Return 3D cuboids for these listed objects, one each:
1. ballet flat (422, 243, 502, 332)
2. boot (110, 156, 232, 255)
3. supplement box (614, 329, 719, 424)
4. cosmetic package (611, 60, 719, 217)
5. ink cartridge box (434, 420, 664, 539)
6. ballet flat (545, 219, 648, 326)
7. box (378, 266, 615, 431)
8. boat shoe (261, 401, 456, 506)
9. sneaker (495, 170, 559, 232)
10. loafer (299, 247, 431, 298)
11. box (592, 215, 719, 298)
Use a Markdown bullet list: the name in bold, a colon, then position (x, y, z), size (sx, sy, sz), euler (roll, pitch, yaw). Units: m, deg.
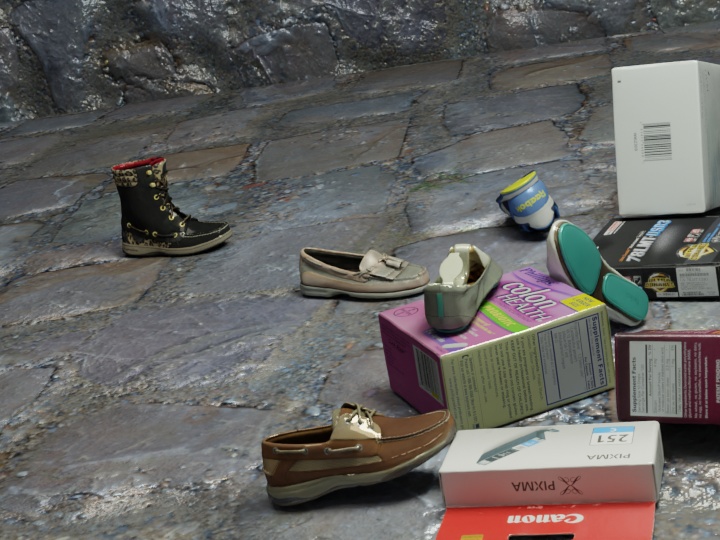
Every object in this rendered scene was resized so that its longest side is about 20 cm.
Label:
- **ballet flat**: position (0.114, 0.004, 1.520), size (0.067, 0.064, 0.200), euler (-5, 18, 18)
- **boot**: position (-0.313, -0.106, 2.267), size (0.198, 0.152, 0.073), euler (-2, 19, 24)
- **supplement box**: position (0.352, 0.100, 1.326), size (0.198, 0.087, 0.110), euler (-1, -1, 27)
- **cosmetic package**: position (0.434, -0.183, 1.931), size (0.122, 0.202, 0.200), euler (-2, 5, 23)
- **ink cartridge box**: position (0.168, 0.195, 1.257), size (0.198, 0.045, 0.176), euler (-5, 18, 17)
- **ballet flat**: position (0.256, 0.010, 1.600), size (0.069, 0.199, 0.070), euler (-26, 47, 31)
- **box**: position (0.146, 0.085, 1.518), size (0.198, 0.098, 0.176), euler (-15, 18, -17)
- **boat shoe**: position (-0.005, 0.167, 1.351), size (0.198, 0.073, 0.076), euler (-18, 10, 4)
- **sneaker**: position (0.250, -0.094, 2.060), size (0.074, 0.083, 0.200), euler (-36, -3, 7)
- **loafer**: position (0.000, 0.000, 1.912), size (0.198, 0.064, 0.072), euler (-1, 19, 28)
- **box**: position (0.386, -0.019, 1.779), size (0.196, 0.050, 0.200), euler (1, 20, 29)
